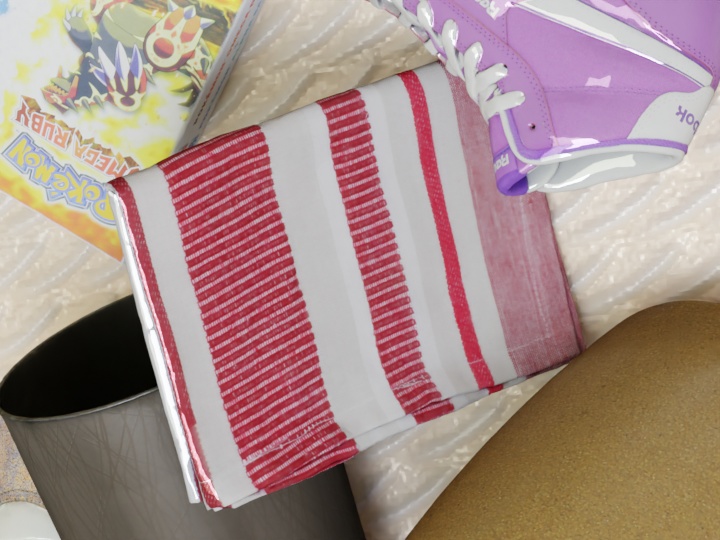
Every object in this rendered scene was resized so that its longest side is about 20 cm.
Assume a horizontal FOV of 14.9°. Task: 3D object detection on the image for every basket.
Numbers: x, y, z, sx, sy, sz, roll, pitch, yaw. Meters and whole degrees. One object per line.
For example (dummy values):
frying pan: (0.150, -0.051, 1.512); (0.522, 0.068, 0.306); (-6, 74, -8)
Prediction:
basket: (-0.061, 0.119, 1.208); (0.136, 0.180, 0.200); (-17, 105, 10)

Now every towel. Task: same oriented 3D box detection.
towel: (0.000, 0.000, 1.132); (0.023, 0.200, 0.144); (3, 111, 57)

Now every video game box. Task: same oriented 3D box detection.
video game box: (-0.148, -0.129, 1.223); (0.200, 0.047, 0.182); (30, 119, 6)

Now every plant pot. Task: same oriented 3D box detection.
plant pot: (0.093, 0.134, 1.090); (0.186, 0.200, 0.187); (23, 126, 37)

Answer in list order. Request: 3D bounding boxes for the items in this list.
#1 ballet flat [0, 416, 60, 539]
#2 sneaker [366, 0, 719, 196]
ballet flat: (-0.143, 0.166, 1.313); (0.068, 0.067, 0.200); (-12, 101, 27)
sneaker: (0.045, -0.093, 1.111); (0.200, 0.073, 0.115); (14, 80, 17)
